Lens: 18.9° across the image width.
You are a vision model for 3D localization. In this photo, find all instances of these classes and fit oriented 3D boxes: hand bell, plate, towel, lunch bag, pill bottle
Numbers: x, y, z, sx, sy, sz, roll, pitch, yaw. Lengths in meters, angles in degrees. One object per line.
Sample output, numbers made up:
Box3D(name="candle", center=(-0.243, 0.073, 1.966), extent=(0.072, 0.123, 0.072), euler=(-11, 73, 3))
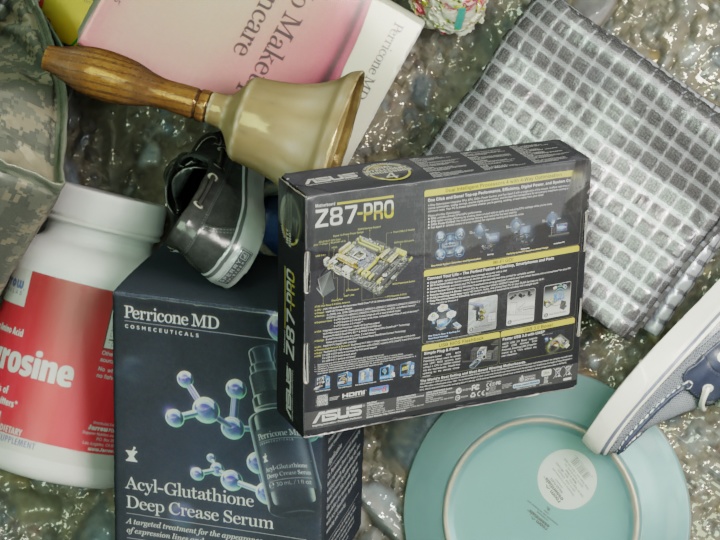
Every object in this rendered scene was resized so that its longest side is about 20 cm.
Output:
Box3D(name="hand bell", center=(-0.107, -0.108, 1.379), extent=(0.199, 0.104, 0.104), euler=(19, 93, 4))
Box3D(name="plate", center=(0.124, 0.168, 1.478), extent=(0.199, 0.026, 0.201), euler=(0, 88, 14))
Box3D(name="towel", center=(0.155, -0.069, 1.447), extent=(0.200, 0.086, 0.166), euler=(37, 97, 12))
Box3D(name="lunch bag", center=(-0.272, -0.091, 1.487), extent=(0.117, 0.200, 0.164), euler=(17, 134, -24))
Box3D(name="pill bottle", center=(-0.198, 0.043, 1.514), extent=(0.112, 0.112, 0.201), euler=(13, 91, 13))

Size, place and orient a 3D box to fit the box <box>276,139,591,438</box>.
Box3D(name="box", center=(0.046, 0.010, 1.358), extent=(0.199, 0.049, 0.162), euler=(-9, 115, -23))

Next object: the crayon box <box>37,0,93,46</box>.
Box3D(name="crayon box", center=(-0.207, -0.251, 1.550), extent=(0.199, 0.058, 0.173), euler=(20, 93, 12))

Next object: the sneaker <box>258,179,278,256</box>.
Box3D(name="sneaker", center=(0.000, 0.000, 1.489), extent=(0.200, 0.072, 0.072), euler=(27, 93, 11))

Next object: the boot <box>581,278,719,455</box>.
Box3D(name="boot", center=(0.242, 0.067, 1.427), extent=(0.090, 0.073, 0.200), euler=(44, 94, 10))

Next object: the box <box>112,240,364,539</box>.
Box3D(name="box", center=(-0.080, 0.097, 1.457), extent=(0.148, 0.107, 0.201), euler=(6, 110, 14))

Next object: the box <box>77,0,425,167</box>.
Box3D(name="box", center=(-0.076, -0.163, 1.458), extent=(0.200, 0.109, 0.128), euler=(28, 95, -10))

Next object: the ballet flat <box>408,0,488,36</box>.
Box3D(name="ballet flat", center=(0.050, -0.260, 1.485), extent=(0.075, 0.064, 0.201), euler=(-16, 84, -11))

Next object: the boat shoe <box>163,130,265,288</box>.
Box3D(name="boat shoe", center=(-0.102, -0.055, 1.452), extent=(0.057, 0.200, 0.069), euler=(31, 106, -18))
